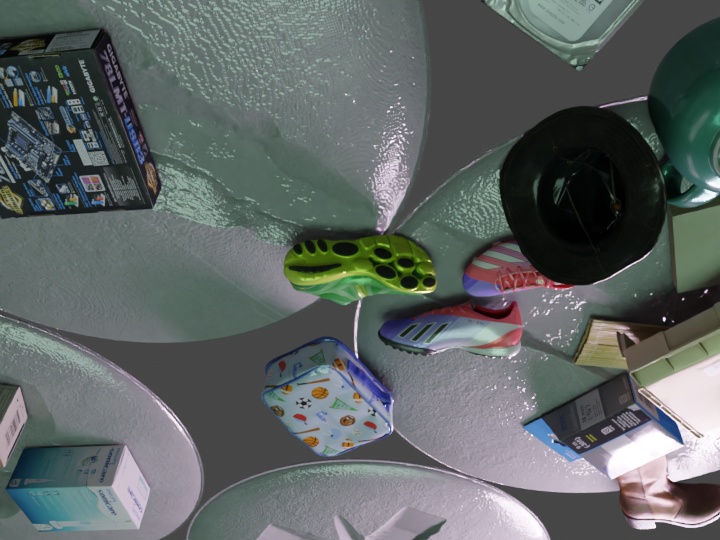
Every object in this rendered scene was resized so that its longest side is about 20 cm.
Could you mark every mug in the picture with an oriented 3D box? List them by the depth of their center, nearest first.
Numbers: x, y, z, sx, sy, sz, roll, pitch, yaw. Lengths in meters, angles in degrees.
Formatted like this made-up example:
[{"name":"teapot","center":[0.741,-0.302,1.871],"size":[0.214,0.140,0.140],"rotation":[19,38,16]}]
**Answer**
[{"name":"mug","center":[0.378,-0.143,0.700],"size":[0.149,0.116,0.187],"rotation":[-13,131,14]}]

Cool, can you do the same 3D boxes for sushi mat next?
[{"name":"sushi mat","center":[0.410,0.111,0.998],"size":[0.195,0.012,0.097],"rotation":[6,131,-3]}]

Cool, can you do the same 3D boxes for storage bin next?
[{"name":"storage bin","center":[0.471,0.107,0.911],"size":[0.197,0.095,0.199],"rotation":[34,127,-29]}]

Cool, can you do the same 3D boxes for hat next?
[{"name":"hat","center":[0.253,-0.087,0.773],"size":[0.198,0.080,0.205],"rotation":[24,124,40]}]

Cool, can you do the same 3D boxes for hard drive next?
[{"name":"hard drive","center":[0.213,-0.295,0.623],"size":[0.138,0.038,0.201],"rotation":[26,128,-20]}]

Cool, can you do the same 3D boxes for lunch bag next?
[{"name":"lunch bag","center":[-0.042,0.194,1.058],"size":[0.158,0.076,0.200],"rotation":[-27,125,22]}]

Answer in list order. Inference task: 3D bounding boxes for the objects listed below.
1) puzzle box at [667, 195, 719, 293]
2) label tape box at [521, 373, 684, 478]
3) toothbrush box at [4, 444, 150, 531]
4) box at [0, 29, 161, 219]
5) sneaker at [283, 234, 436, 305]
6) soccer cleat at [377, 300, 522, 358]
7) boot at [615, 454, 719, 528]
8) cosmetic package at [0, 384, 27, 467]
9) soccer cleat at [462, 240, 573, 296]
[{"name":"puzzle box","center":[0.477,-0.047,0.843],"size":[0.195,0.026,0.134],"rotation":[-14,130,15]},{"name":"label tape box","center":[0.378,0.261,1.103],"size":[0.143,0.064,0.199],"rotation":[36,124,-26]},{"name":"toothbrush box","center":[-0.498,0.391,1.251],"size":[0.195,0.086,0.149],"rotation":[-3,132,7]},{"name":"box","center":[-0.344,-0.152,0.774],"size":[0.193,0.050,0.203],"rotation":[-3,133,7]},{"name":"sneaker","center":[0.000,0.000,0.893],"size":[0.195,0.076,0.084],"rotation":[4,158,-5]},{"name":"soccer cleat","center":[0.121,0.073,0.955],"size":[0.195,0.068,0.075],"rotation":[3,110,6]},{"name":"boot","center":[0.524,0.350,1.195],"size":[0.184,0.069,0.202],"rotation":[-11,124,23]},{"name":"cosmetic package","center":[-0.649,0.235,1.107],"size":[0.195,0.105,0.088],"rotation":[10,132,-4]},{"name":"soccer cleat","center":[0.218,-0.003,0.862],"size":[0.196,0.077,0.067],"rotation":[-19,130,18]}]
